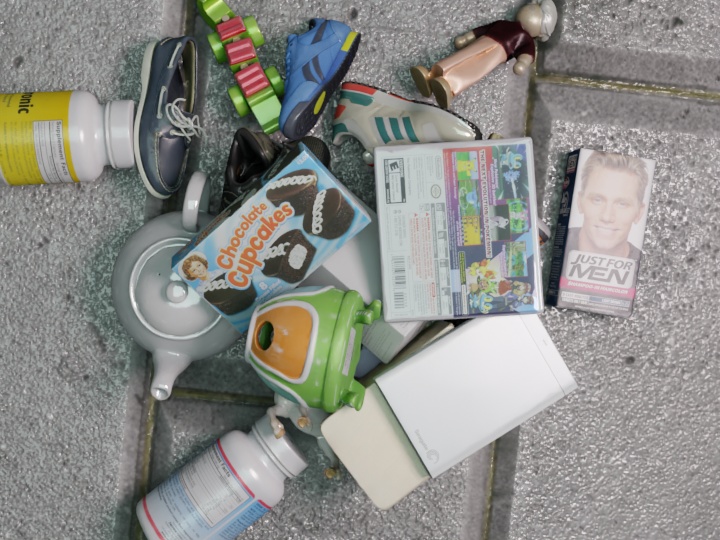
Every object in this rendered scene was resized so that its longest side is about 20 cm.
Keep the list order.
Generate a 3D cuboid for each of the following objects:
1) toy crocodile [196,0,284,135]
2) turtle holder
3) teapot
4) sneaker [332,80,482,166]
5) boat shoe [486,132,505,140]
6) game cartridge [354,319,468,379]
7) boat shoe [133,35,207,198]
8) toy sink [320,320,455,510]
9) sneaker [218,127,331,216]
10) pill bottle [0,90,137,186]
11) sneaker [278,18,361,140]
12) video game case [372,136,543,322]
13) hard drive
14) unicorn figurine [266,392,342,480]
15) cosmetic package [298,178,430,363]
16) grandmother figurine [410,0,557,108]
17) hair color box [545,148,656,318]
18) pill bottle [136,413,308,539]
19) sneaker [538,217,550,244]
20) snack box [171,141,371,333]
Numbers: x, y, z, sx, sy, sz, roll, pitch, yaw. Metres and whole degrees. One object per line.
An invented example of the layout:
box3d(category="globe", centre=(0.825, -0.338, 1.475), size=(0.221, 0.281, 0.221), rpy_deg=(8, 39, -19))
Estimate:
box3d(category="toy crocodile", centre=(-0.142, -0.254, 1.320), size=(0.067, 0.062, 0.201), rpy_deg=(-24, 74, -1))
box3d(category="turtle holder", centre=(-0.051, 0.076, 1.205), size=(0.131, 0.186, 0.142), rpy_deg=(10, 112, 6))
box3d(category="teapot", centre=(-0.211, 0.016, 1.296), size=(0.197, 0.146, 0.200), rpy_deg=(-34, 92, -1))
box3d(category="sneaker", centre=(0.052, -0.163, 1.318), size=(0.199, 0.070, 0.094), rpy_deg=(22, 96, 24))
box3d(category="boat shoe", centre=(0.160, -0.060, 1.276), size=(0.062, 0.073, 0.201), rpy_deg=(7, 97, 5))
box3d(category="game cartridge", centre=(0.066, 0.093, 1.367), size=(0.199, 0.038, 0.130), rpy_deg=(21, 95, -3))
box3d(category="boat shoe", centre=(-0.226, -0.188, 1.311), size=(0.062, 0.075, 0.201), rpy_deg=(-6, 72, 29))
box3d(category="toy sink", centre=(0.060, 0.171, 1.299), size=(0.200, 0.112, 0.131), rpy_deg=(-38, 93, -6))
box3d(category="sneaker", centre=(-0.093, -0.129, 1.274), size=(0.076, 0.199, 0.115), rpy_deg=(28, 132, 21))
box3d(category="pill bottle", centre=(-0.371, -0.160, 1.301), size=(0.199, 0.111, 0.112), rpy_deg=(-3, 92, -3))
box3d(category="sneaker", centre=(-0.068, -0.234, 1.299), size=(0.078, 0.066, 0.200), rpy_deg=(24, 52, 3))
box3d(category="video game case", centre=(0.110, -0.046, 1.224), size=(0.181, 0.023, 0.201), rpy_deg=(-3, 87, 1))
box3d(category="hard drive", centre=(0.132, 0.129, 1.238), size=(0.200, 0.027, 0.132), rpy_deg=(-31, 93, -6))
box3d(category="unicorn figurine", centre=(-0.065, 0.170, 1.328), size=(0.074, 0.137, 0.200), rpy_deg=(-27, 112, 8))
box3d(category="cosmetic package", centre=(0.000, 0.000, 1.300), size=(0.200, 0.081, 0.113), rpy_deg=(42, 57, 10))
box3d(category="grandmother figurine", centre=(0.165, -0.274, 1.329), size=(0.200, 0.061, 0.121), rpy_deg=(-37, 57, -16))
box3d(category="hair color box", centre=(0.301, -0.046, 1.359), size=(0.100, 0.061, 0.201), rpy_deg=(8, 91, -3))
box3d(category="pill bottle", centre=(-0.166, 0.268, 1.323), size=(0.200, 0.109, 0.109), rpy_deg=(-38, 93, -2))
box3d(category="sneaker", centre=(0.131, -0.063, 1.351), size=(0.200, 0.078, 0.112), rpy_deg=(32, 94, 8))
box3d(category="snack box", centre=(-0.101, -0.035, 1.210), size=(0.200, 0.037, 0.116), rpy_deg=(-41, 115, 9))
